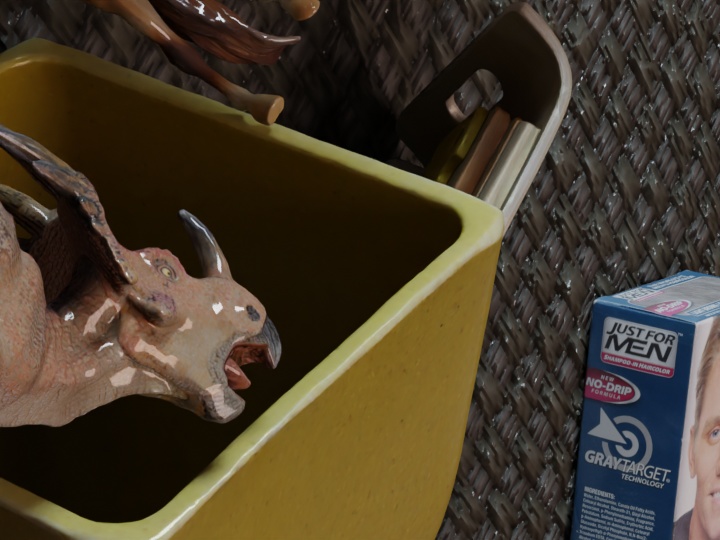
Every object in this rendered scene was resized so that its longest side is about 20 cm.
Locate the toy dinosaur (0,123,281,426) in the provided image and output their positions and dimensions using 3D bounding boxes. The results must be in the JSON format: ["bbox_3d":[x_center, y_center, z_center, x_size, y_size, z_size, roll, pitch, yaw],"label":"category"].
[{"bbox_3d":[-0.115,-0.011,0.676,0.200,0.085,0.136,57,45,-36],"label":"toy dinosaur"}]

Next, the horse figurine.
[{"bbox_3d":[-0.072,-0.120,0.830,0.050,0.132,0.200,-48,159,-17],"label":"horse figurine"}]

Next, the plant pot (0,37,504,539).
[{"bbox_3d":[-0.085,0.077,0.860,0.195,0.193,0.201,-42,143,-42],"label":"plant pot"}]

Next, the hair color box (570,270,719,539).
[{"bbox_3d":[0.156,0.109,1.355,0.100,0.060,0.201,-15,113,-55],"label":"hair color box"}]

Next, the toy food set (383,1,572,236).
[{"bbox_3d":[0.000,0.000,1.027,0.201,0.060,0.143,-62,-171,-24],"label":"toy food set"}]
